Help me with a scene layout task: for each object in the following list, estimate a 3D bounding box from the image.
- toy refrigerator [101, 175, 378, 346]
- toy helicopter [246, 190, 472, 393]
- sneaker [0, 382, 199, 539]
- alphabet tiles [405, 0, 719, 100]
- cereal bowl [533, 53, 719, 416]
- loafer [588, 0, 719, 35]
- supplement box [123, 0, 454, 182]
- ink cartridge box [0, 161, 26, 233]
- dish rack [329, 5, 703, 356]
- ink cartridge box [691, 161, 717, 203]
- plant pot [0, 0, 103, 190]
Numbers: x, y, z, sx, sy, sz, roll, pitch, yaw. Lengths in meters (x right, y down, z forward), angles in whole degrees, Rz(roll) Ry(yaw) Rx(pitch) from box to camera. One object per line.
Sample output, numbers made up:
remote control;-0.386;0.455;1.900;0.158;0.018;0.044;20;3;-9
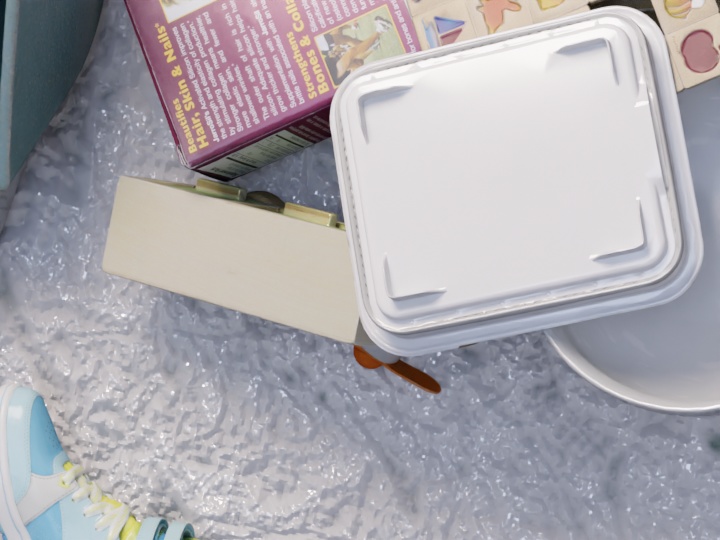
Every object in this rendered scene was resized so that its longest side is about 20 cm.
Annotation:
toy refrigerator;-0.057;-0.010;1.230;0.199;0.076;0.071;14;95;34
toy helicopter;0.000;0.000;1.277;0.199;0.079;0.133;15;102;21
sneaker;-0.162;0.160;1.297;0.129;0.080;0.202;-13;98;12
alphabet tiles;0.104;-0.175;1.139;0.166;0.008;0.202;-21;76;14
cereal bowl;0.191;-0.015;1.129;0.198;0.083;0.202;-4;77;17
loafer;0.155;-0.172;1.195;0.199;0.068;0.076;-5;47;37
supplement box;-0.029;-0.154;1.233;0.199;0.103;0.132;-22;83;10
ink cartridge box;-0.320;-0.025;1.320;0.147;0.086;0.201;21;95;10
dish rack;0.079;-0.053;1.104;0.198;0.044;0.173;-12;78;15
ink cartridge box;0.238;-0.077;1.214;0.199;0.083;0.146;-27;85;10
plant pot;-0.246;-0.213;1.237;0.195;0.200;0.197;25;138;9
